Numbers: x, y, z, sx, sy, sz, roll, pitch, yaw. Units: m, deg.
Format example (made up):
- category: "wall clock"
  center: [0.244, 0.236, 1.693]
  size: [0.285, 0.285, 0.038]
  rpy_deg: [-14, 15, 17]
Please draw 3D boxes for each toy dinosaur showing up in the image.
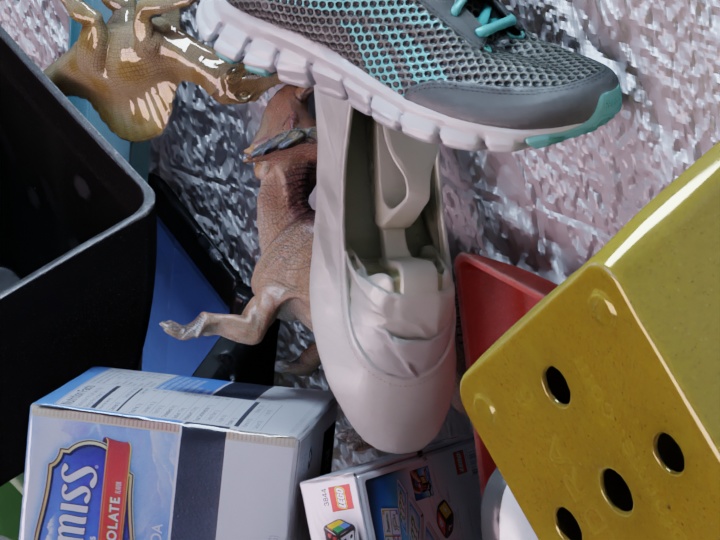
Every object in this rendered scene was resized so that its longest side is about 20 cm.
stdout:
- category: "toy dinosaur"
  center: [0.000, 0.000, 1.403]
  size: [0.200, 0.086, 0.136]
  rpy_deg: [32, 101, 20]
- category: "toy dinosaur"
  center: [-0.127, -0.114, 1.499]
  size: [0.200, 0.058, 0.101]
  rpy_deg: [-2, 101, 42]

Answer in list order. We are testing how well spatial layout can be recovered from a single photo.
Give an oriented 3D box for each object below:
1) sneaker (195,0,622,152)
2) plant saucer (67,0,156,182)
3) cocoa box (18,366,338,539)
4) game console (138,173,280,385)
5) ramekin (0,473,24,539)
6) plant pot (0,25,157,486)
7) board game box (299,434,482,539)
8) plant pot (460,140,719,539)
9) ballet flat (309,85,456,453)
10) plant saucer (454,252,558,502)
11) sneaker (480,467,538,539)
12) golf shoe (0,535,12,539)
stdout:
- category: "sneaker"
  center: [0.019, -0.113, 1.245]
  size: [0.200, 0.078, 0.091]
  rpy_deg: [20, 119, 23]
- category: "plant saucer"
  center: [-0.133, -0.082, 1.573]
  size: [0.070, 0.019, 0.200]
  rpy_deg: [26, 119, 49]
- category: "cocoa box"
  center: [-0.092, 0.157, 1.425]
  size: [0.133, 0.131, 0.200]
  rpy_deg: [-39, -45, -80]
- category: "game console"
  center: [-0.112, 0.084, 1.618]
  size: [0.116, 0.176, 0.200]
  rpy_deg: [21, 136, 15]
- category: "ramekin"
  center: [-0.161, 0.180, 1.787]
  size: [0.200, 0.098, 0.200]
  rpy_deg: [40, 143, 39]
- category: "plant pot"
  center: [-0.222, 0.013, 1.543]
  size: [0.200, 0.199, 0.178]
  rpy_deg: [45, 159, 35]
- category: "board game box"
  center: [0.034, 0.185, 1.395]
  size: [0.035, 0.126, 0.200]
  rpy_deg: [-11, 89, 29]
- category: "plant pot"
  center: [0.157, 0.044, 1.056]
  size: [0.200, 0.176, 0.200]
  rpy_deg: [60, 151, 9]
- category: "ballet flat"
  center: [0.014, -0.017, 1.328]
  size: [0.069, 0.069, 0.200]
  rpy_deg: [-5, 89, 60]
- category: "plant saucer"
  center: [0.124, 0.103, 1.307]
  size: [0.200, 0.037, 0.200]
  rpy_deg: [29, 134, 48]
- category: "sneaker"
  center: [0.128, 0.166, 1.246]
  size: [0.108, 0.067, 0.202]
  rpy_deg: [-11, 102, 57]
- category: "golf shoe"
  center: [-0.162, 0.185, 1.635]
  size: [0.200, 0.078, 0.097]
  rpy_deg: [43, 116, 48]
